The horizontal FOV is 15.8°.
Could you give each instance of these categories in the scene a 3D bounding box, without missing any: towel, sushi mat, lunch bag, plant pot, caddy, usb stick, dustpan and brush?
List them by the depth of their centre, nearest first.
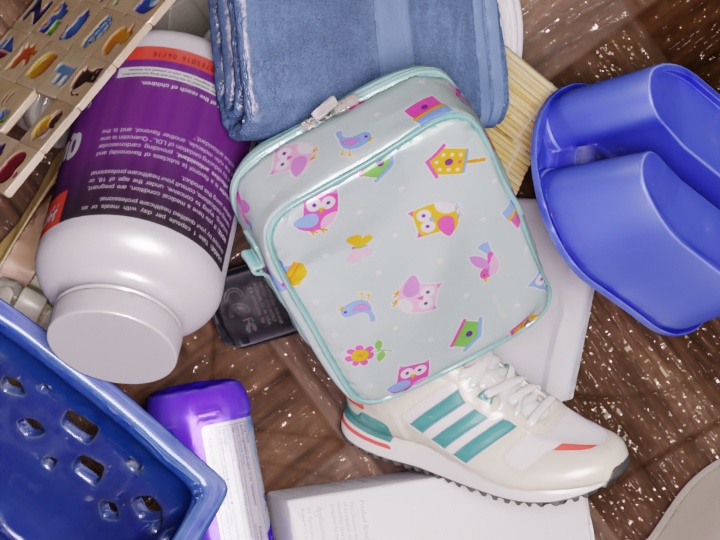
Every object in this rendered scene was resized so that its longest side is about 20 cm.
[{"bbox_3d":[-0.230,0.164,1.537,0.200,0.180,0.200,40,55,-10],"label":"plant pot"},{"bbox_3d":[0.015,-0.020,1.538,0.160,0.077,0.200,-27,133,0],"label":"lunch bag"},{"bbox_3d":[0.000,-0.133,1.560,0.200,0.049,0.112,-4,91,-35],"label":"towel"},{"bbox_3d":[0.041,-0.125,1.627,0.200,0.012,0.096,36,77,-25],"label":"sushi mat"},{"bbox_3d":[0.000,0.000,1.652,0.200,0.033,0.055,-17,102,11],"label":"usb stick"},{"bbox_3d":[0.189,-0.043,1.669,0.200,0.105,0.141,34,53,-37],"label":"caddy"},{"bbox_3d":[0.050,0.002,1.694,0.200,0.057,0.140,18,73,-18],"label":"dustpan and brush"}]

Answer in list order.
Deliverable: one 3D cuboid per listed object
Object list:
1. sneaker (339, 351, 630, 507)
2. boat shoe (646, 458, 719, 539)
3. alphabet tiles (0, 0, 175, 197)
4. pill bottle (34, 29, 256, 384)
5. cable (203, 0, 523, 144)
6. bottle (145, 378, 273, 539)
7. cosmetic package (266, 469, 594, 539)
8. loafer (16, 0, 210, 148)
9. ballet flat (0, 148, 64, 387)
[{"bbox_3d":[0.074,0.081,1.625,0.070,0.200,0.093,-36,132,-49],"label":"sneaker"},{"bbox_3d":[0.235,0.191,1.733,0.200,0.073,0.063,-41,140,-16],"label":"boat shoe"},{"bbox_3d":[-0.183,-0.136,1.585,0.200,0.167,0.008,-51,120,-9],"label":"alphabet tiles"},{"bbox_3d":[-0.127,-0.037,1.534,0.112,0.112,0.200,19,55,-11],"label":"pill bottle"},{"bbox_3d":[0.009,-0.148,1.655,0.200,0.069,0.200,28,82,-25],"label":"cable"},{"bbox_3d":[-0.088,0.170,1.637,0.065,0.084,0.200,-11,90,-13],"label":"bottle"},{"bbox_3d":[0.047,0.184,1.670,0.200,0.081,0.113,-6,90,-14],"label":"cosmetic package"},{"bbox_3d":[-0.145,-0.157,1.643,0.200,0.063,0.072,-41,128,-19],"label":"loafer"},{"bbox_3d":[-0.203,0.000,1.626,0.069,0.063,0.200,25,84,-11],"label":"ballet flat"}]
